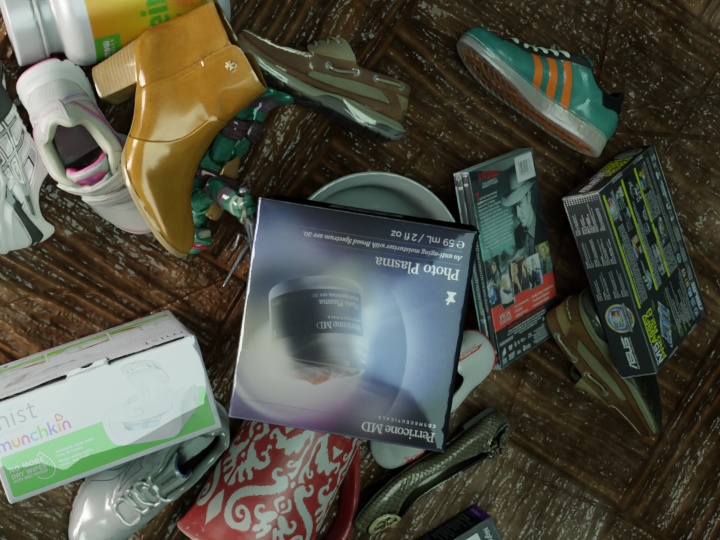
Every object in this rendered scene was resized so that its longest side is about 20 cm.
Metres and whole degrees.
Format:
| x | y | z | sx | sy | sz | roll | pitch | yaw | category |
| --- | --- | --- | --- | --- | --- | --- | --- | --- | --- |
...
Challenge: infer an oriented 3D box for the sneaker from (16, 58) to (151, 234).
| x | y | z | sx | sy | sz | roll | pitch | yaw | category |
| --- | --- | --- | --- | --- | --- | --- | --- | --- | --- |
| -0.246 | -0.096 | 1.265 | 0.081 | 0.089 | 0.200 | -29 | 130 | 11 | sneaker |

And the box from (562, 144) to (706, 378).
| x | y | z | sx | sy | sz | roll | pitch | yaw | category |
| --- | --- | --- | --- | --- | --- | --- | --- | --- | --- |
| 0.290 | -0.012 | 1.432 | 0.160 | 0.044 | 0.202 | -36 | 109 | -50 | box |

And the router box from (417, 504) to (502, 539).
| x | y | z | sx | sy | sz | roll | pitch | yaw | category |
| --- | --- | --- | --- | --- | --- | --- | --- | --- | --- |
| 0.110 | 0.378 | 1.466 | 0.148 | 0.051 | 0.201 | -28 | 103 | -13 | router box |

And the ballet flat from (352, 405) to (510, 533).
| x | y | z | sx | sy | sz | roll | pitch | yaw | category |
| --- | --- | --- | --- | --- | --- | --- | --- | --- | --- |
| 0.079 | 0.216 | 1.431 | 0.199 | 0.067 | 0.046 | -35 | 73 | -14 | ballet flat |

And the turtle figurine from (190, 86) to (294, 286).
| x | y | z | sx | sy | sz | roll | pitch | yaw | category |
| --- | --- | --- | --- | --- | --- | --- | --- | --- | --- |
| -0.126 | -0.081 | 1.301 | 0.100 | 0.150 | 0.202 | 18 | 96 | -4 | turtle figurine |

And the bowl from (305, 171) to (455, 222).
| x | y | z | sx | sy | sz | roll | pitch | yaw | category |
| --- | --- | --- | --- | --- | --- | --- | --- | --- | --- |
| 0.000 | 0.000 | 1.372 | 0.199 | 0.090 | 0.203 | -2 | 97 | -16 | bowl |

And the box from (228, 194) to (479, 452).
| x | y | z | sx | sy | sz | roll | pitch | yaw | category |
| --- | --- | --- | --- | --- | --- | --- | --- | --- | --- |
| -0.003 | 0.045 | 1.240 | 0.198 | 0.123 | 0.200 | 8 | 95 | 4 | box |

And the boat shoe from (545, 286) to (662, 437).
| x | y | z | sx | sy | sz | roll | pitch | yaw | category |
| --- | --- | --- | --- | --- | --- | --- | --- | --- | --- |
| 0.263 | 0.100 | 1.473 | 0.073 | 0.076 | 0.201 | -18 | 121 | 27 | boat shoe |

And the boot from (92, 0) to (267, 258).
| x | y | z | sx | sy | sz | roll | pitch | yaw | category |
| --- | --- | --- | --- | --- | --- | --- | --- | --- | --- |
| -0.145 | -0.128 | 1.223 | 0.143 | 0.071 | 0.203 | -22 | 88 | 13 | boot |

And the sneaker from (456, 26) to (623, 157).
| x | y | z | sx | sy | sz | roll | pitch | yaw | category |
| --- | --- | --- | --- | --- | --- | --- | --- | --- | --- |
| 0.189 | -0.203 | 1.418 | 0.199 | 0.071 | 0.080 | 33 | 82 | -22 | sneaker |

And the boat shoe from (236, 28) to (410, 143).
| x | y | z | sx | sy | sz | roll | pitch | yaw | category |
| --- | --- | --- | --- | --- | --- | --- | --- | --- | --- |
| -0.037 | -0.195 | 1.353 | 0.199 | 0.076 | 0.072 | 25 | 86 | -26 | boat shoe |

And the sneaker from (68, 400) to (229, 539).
| x | y | z | sx | sy | sz | roll | pitch | yaw | category |
| --- | --- | --- | --- | --- | --- | --- | --- | --- | --- |
| -0.208 | 0.204 | 1.338 | 0.200 | 0.087 | 0.075 | -45 | 107 | -6 | sneaker |

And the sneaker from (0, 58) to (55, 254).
| x | y | z | sx | sy | sz | roll | pitch | yaw | category |
| --- | --- | --- | --- | --- | --- | --- | --- | --- | --- |
| -0.332 | -0.118 | 1.282 | 0.087 | 0.075 | 0.202 | -9 | 104 | -29 | sneaker |

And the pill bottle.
| x | y | z | sx | sy | sz | roll | pitch | yaw | category |
| --- | --- | --- | --- | --- | --- | --- | --- | --- | --- |
| -0.229 | -0.253 | 1.265 | 0.198 | 0.111 | 0.112 | -17 | 101 | -14 | pill bottle |

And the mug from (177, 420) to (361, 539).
| x | y | z | sx | sy | sz | roll | pitch | yaw | category |
| --- | --- | --- | --- | --- | --- | --- | --- | --- | --- |
| -0.071 | 0.201 | 1.376 | 0.133 | 0.178 | 0.201 | 26 | 83 | 20 | mug |

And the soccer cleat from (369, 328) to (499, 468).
| x | y | z | sx | sy | sz | roll | pitch | yaw | category |
| --- | --- | --- | --- | --- | --- | --- | --- | --- | --- |
| 0.060 | 0.134 | 1.371 | 0.069 | 0.085 | 0.200 | 50 | 124 | 14 | soccer cleat |

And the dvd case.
| x | y | z | sx | sy | sz | roll | pitch | yaw | category |
| --- | --- | --- | --- | --- | --- | --- | --- | --- | --- |
| 0.154 | -0.015 | 1.407 | 0.146 | 0.022 | 0.202 | -25 | 108 | -53 | dvd case |

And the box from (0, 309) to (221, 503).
| x | y | z | sx | sy | sz | roll | pitch | yaw | category |
| --- | --- | --- | --- | --- | --- | --- | --- | --- | --- |
| -0.246 | 0.118 | 1.270 | 0.198 | 0.176 | 0.098 | -19 | 101 | -14 | box |
